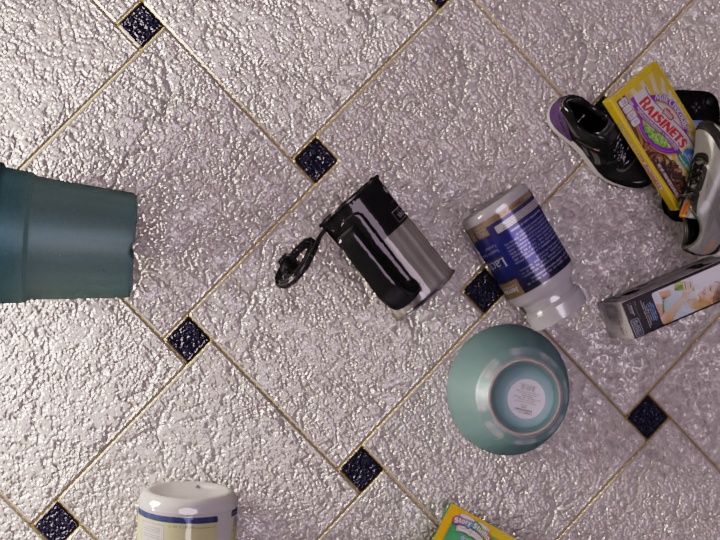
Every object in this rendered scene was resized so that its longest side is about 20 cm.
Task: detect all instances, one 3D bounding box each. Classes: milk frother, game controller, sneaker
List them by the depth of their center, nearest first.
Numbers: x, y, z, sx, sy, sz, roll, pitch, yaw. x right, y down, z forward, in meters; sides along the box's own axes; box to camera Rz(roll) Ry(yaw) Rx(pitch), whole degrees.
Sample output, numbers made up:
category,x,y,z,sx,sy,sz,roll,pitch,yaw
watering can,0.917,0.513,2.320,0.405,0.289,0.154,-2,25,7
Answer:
category,x,y,z,sx,sy,sz,roll,pitch,yaw
sneaker,0.509,-0.119,1.469,0.078,0.074,0.204,-4,97,-12
milk frother,0.000,0.000,1.481,0.189,0.180,0.199,50,128,-3
sneaker,0.377,-0.194,1.530,0.199,0.088,0.076,35,86,-5
game controller,0.514,-0.178,1.553,0.103,0.042,0.204,-1,89,-26

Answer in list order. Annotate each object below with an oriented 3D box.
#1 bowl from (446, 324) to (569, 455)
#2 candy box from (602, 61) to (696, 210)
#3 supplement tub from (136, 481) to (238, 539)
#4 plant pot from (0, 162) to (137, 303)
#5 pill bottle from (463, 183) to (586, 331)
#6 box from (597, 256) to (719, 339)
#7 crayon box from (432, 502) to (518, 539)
category,x,y,z,sx,sy,sz,roll,pitch,yaw
bowl,0.235,0.185,1.505,0.197,0.105,0.205,0,89,-5
candy box,0.457,-0.202,1.501,0.102,0.026,0.201,-38,101,-13
supplement tub,-0.251,0.417,1.432,0.142,0.145,0.204,3,89,-6
plant pot,-0.416,-0.043,1.404,0.193,0.200,0.204,4,89,-13
pill bottle,0.250,-0.018,1.502,0.115,0.116,0.202,-32,92,-5
box,0.478,0.040,1.527,0.197,0.117,0.061,-22,89,-4
crayon box,0.192,0.448,1.474,0.198,0.058,0.120,27,68,16
